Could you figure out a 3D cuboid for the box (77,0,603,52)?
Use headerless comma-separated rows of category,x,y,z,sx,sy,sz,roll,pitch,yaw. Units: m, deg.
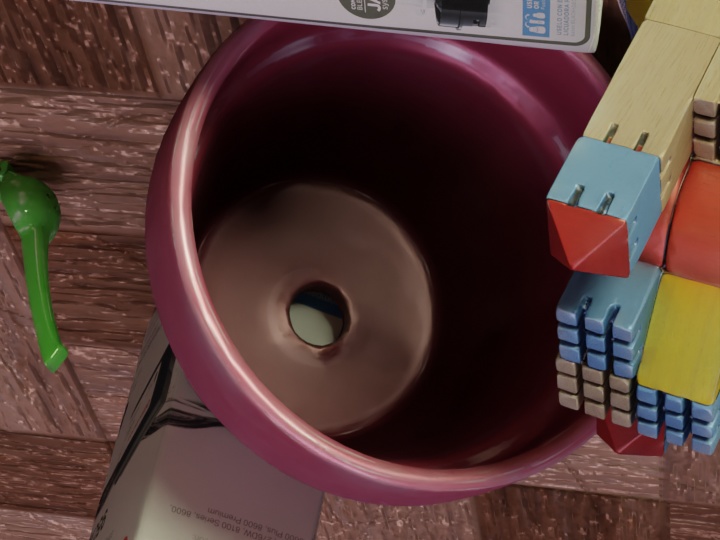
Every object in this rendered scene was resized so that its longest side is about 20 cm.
box,-0.014,-0.142,0.635,0.198,0.117,0.060,7,148,10

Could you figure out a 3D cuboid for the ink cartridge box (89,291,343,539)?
ink cartridge box,-0.069,0.090,0.931,0.084,0.201,0.145,20,147,-12

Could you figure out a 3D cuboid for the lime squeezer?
lime squeezer,-0.185,-0.020,0.935,0.199,0.071,0.038,28,178,35

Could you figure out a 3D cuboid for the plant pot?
plant pot,0.000,0.000,0.797,0.199,0.202,0.179,21,162,-13

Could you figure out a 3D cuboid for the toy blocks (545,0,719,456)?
toy blocks,0.107,-0.008,0.626,0.099,0.137,0.201,17,146,22

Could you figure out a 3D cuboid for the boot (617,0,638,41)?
boot,0.144,-0.053,0.739,0.072,0.091,0.200,-9,142,30
